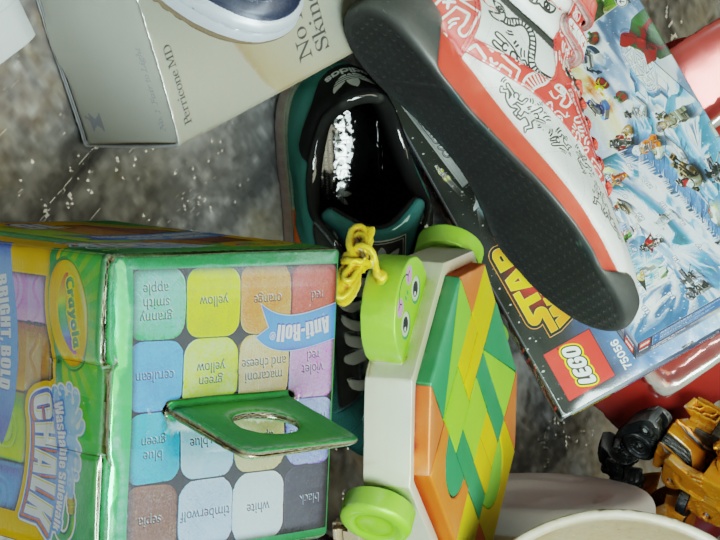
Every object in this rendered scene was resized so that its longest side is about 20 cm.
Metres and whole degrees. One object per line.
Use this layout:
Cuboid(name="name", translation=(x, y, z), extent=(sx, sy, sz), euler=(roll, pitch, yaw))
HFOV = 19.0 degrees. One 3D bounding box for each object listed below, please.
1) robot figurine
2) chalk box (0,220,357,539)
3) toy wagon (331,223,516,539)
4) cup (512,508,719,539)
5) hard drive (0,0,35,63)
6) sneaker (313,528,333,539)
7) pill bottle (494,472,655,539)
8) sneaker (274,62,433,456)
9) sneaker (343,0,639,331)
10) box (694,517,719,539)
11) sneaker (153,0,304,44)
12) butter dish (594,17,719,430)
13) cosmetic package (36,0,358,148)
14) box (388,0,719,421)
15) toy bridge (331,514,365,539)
Cuboid(name="robot figurine", translation=(0.196, 0.148, 1.202), extent=(0.058, 0.145, 0.201), euler=(-47, 156, -34))
Cuboid(name="chalk box", translation=(-0.090, 0.046, 0.886), extent=(0.124, 0.199, 0.125), euler=(-1, 95, -45))
Cuboid(name="toy wagon", translation=(0.030, 0.056, 0.971), extent=(0.200, 0.039, 0.156), euler=(70, 29, -50))
Cuboid(name="cup", translation=(0.100, 0.224, 1.007), extent=(0.199, 0.143, 0.202), euler=(6, 71, -16))
Cuboid(name="hard drive", translation=(-0.221, -0.147, 0.857), extent=(0.132, 0.027, 0.201), euler=(-43, 123, -34))
Cuboid(name="sneaker", translation=(-0.073, 0.189, 1.019), extent=(0.116, 0.075, 0.201), euler=(46, 52, -32))
Cuboid(name="pill bottle", translation=(0.097, 0.217, 1.152), extent=(0.119, 0.119, 0.201), euler=(-5, 98, -45))
Cuboid(name="sneaker", translation=(0.000, 0.000, 1.046), extent=(0.071, 0.080, 0.201), euler=(-13, 100, -13))
Cuboid(name="sneaker", translation=(0.090, -0.077, 1.016), extent=(0.202, 0.067, 0.108), euler=(51, 61, -10))
Cuboid(name="box", translation=(0.287, 0.164, 1.358), extent=(0.200, 0.094, 0.103), euler=(-46, 125, -32))
Cuboid(name="sneaker", translation=(-0.074, -0.195, 0.877), extent=(0.070, 0.109, 0.201), euler=(-22, 72, -37))
Cuboid(name="butter dish", translation=(0.169, -0.043, 1.192), extent=(0.200, 0.148, 0.200), euler=(-36, 118, 10))
Cuboid(name="cosmetic package", translation=(-0.050, -0.141, 1.000), extent=(0.200, 0.073, 0.104), euler=(-35, 117, -39))
Cuboid(name="box", translation=(0.109, -0.046, 1.067), extent=(0.136, 0.040, 0.201), euler=(-28, 82, -2))
Cuboid(name="toy bridge", translation=(0.005, 0.205, 1.032), extent=(0.067, 0.027, 0.201), euler=(-42, 131, -54))
